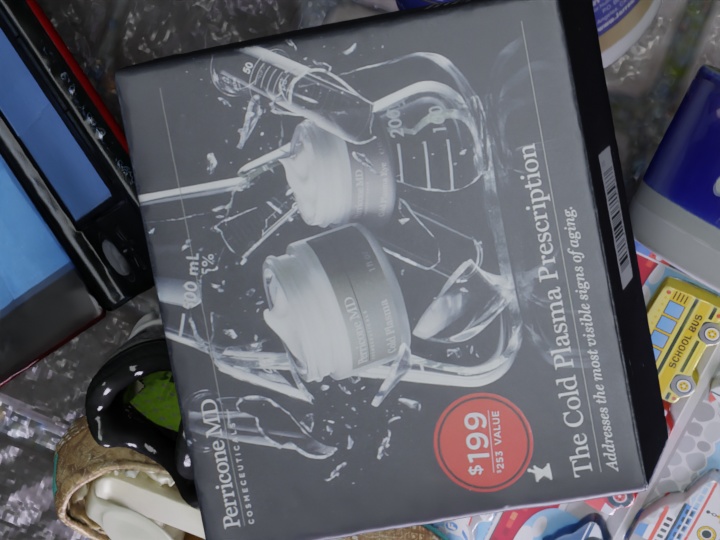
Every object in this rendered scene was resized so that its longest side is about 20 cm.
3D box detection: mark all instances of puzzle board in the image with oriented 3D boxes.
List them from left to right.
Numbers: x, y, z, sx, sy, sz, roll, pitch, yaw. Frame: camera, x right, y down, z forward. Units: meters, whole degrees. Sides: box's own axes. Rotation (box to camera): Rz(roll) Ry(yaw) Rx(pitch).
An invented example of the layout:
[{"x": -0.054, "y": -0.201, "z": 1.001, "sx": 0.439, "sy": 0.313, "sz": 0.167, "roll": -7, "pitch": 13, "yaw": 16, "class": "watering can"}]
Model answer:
[{"x": 0.117, "y": 0.079, "z": 1.310, "sx": 0.150, "sy": 0.017, "sz": 0.201, "roll": 25, "pitch": 123, "yaw": 2, "class": "puzzle board"}]

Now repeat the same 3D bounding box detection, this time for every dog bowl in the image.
[{"x": 0.216, "y": -0.011, "z": 1.234, "sx": 0.199, "sy": 0.200, "sz": 0.079, "roll": 25, "pitch": 98, "yaw": 2, "class": "dog bowl"}]

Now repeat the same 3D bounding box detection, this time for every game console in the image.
[{"x": -0.188, "y": -0.049, "z": 1.316, "sx": 0.118, "sy": 0.172, "sz": 0.201, "roll": -35, "pitch": 94, "yaw": -17, "class": "game console"}]

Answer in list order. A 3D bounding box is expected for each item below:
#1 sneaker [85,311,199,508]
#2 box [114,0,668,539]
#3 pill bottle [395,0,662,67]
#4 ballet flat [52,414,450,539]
[{"x": -0.039, "y": 0.073, "z": 1.286, "sx": 0.199, "sy": 0.087, "sz": 0.074, "roll": 17, "pitch": 119, "yaw": 27, "class": "sneaker"}, {"x": 0.016, "y": -0.002, "z": 1.177, "sx": 0.181, "sy": 0.104, "sz": 0.201, "roll": -10, "pitch": 96, "yaw": 13, "class": "box"}, {"x": 0.050, "y": -0.181, "z": 1.221, "sx": 0.119, "sy": 0.120, "sz": 0.200, "roll": -17, "pitch": 135, "yaw": 8, "class": "pill bottle"}, {"x": -0.052, "y": 0.126, "z": 1.344, "sx": 0.199, "sy": 0.065, "sz": 0.071, "roll": 17, "pitch": 126, "yaw": 6, "class": "ballet flat"}]
